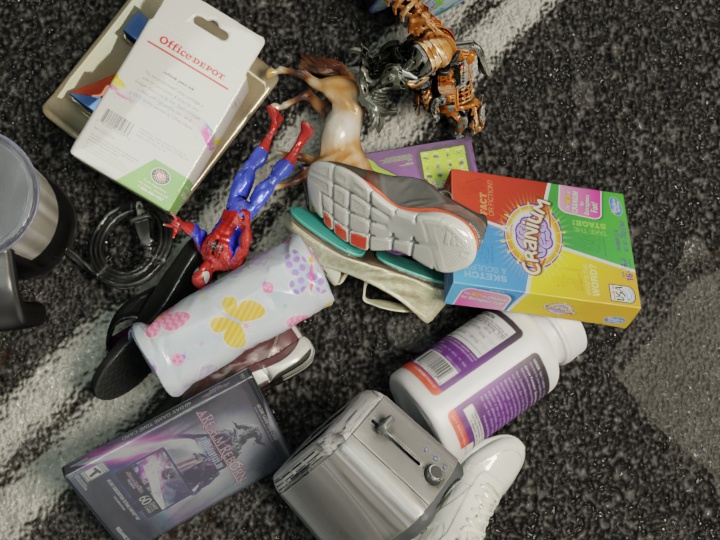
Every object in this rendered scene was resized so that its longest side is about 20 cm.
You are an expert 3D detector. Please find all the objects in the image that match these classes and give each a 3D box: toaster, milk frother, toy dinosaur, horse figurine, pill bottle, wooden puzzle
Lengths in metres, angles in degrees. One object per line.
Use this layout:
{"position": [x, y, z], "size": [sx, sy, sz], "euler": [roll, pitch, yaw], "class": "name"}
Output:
{"position": [-0.001, 0.213, 0.880], "size": [0.129, 0.200, 0.114], "euler": [46, 46, 3], "class": "toaster"}
{"position": [-0.299, -0.050, 0.847], "size": [0.199, 0.188, 0.181], "euler": [-28, 89, -10], "class": "milk frother"}
{"position": [0.062, -0.225, 0.933], "size": [0.135, 0.102, 0.201], "euler": [-23, 103, 19], "class": "toy dinosaur"}
{"position": [-0.040, -0.154, 0.945], "size": [0.131, 0.050, 0.202], "euler": [2, 75, 1], "class": "horse figurine"}
{"position": [0.140, 0.105, 0.929], "size": [0.199, 0.111, 0.112], "euler": [-32, 89, -15], "class": "pill bottle"}
{"position": [-0.216, -0.197, 0.945], "size": [0.185, 0.046, 0.201], "euler": [37, 80, -3], "class": "wooden puzzle"}

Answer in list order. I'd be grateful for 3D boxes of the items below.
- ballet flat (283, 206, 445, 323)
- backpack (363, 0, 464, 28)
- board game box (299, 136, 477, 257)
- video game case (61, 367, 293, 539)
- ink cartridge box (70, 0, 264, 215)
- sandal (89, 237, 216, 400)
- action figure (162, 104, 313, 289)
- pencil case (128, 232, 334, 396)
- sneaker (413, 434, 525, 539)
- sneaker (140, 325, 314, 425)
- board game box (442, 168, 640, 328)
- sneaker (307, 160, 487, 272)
{"position": [0.000, 0.000, 0.924], "size": [0.199, 0.068, 0.063], "euler": [25, 111, -2], "class": "ballet flat"}
{"position": [0.091, -0.371, 0.941], "size": [0.200, 0.183, 0.147], "euler": [-40, 94, -19], "class": "backpack"}
{"position": [0.039, -0.075, 0.978], "size": [0.198, 0.032, 0.121], "euler": [-10, 81, -8], "class": "board game box"}
{"position": [-0.177, 0.195, 0.879], "size": [0.199, 0.019, 0.144], "euler": [-27, 131, -9], "class": "video game case"}
{"position": [-0.192, -0.172, 0.893], "size": [0.117, 0.067, 0.201], "euler": [30, 85, -3], "class": "ink cartridge box"}
{"position": [-0.220, 0.047, 0.916], "size": [0.048, 0.075, 0.201], "euler": [26, 71, 23], "class": "sandal"}
{"position": [-0.123, -0.076, 0.866], "size": [0.065, 0.099, 0.201], "euler": [26, 84, 13], "class": "action figure"}
{"position": [-0.124, 0.043, 0.857], "size": [0.199, 0.091, 0.084], "euler": [-30, 100, -6], "class": "pencil case"}
{"position": [0.113, 0.264, 0.914], "size": [0.200, 0.100, 0.075], "euler": [-47, 122, -5], "class": "sneaker"}
{"position": [-0.157, 0.092, 0.920], "size": [0.199, 0.076, 0.116], "euler": [-27, 77, -14], "class": "sneaker"}
{"position": [0.188, -0.025, 0.926], "size": [0.198, 0.040, 0.154], "euler": [7, 55, -7], "class": "board game box"}
{"position": [0.039, -0.063, 0.887], "size": [0.199, 0.078, 0.082], "euler": [27, 39, 18], "class": "sneaker"}
